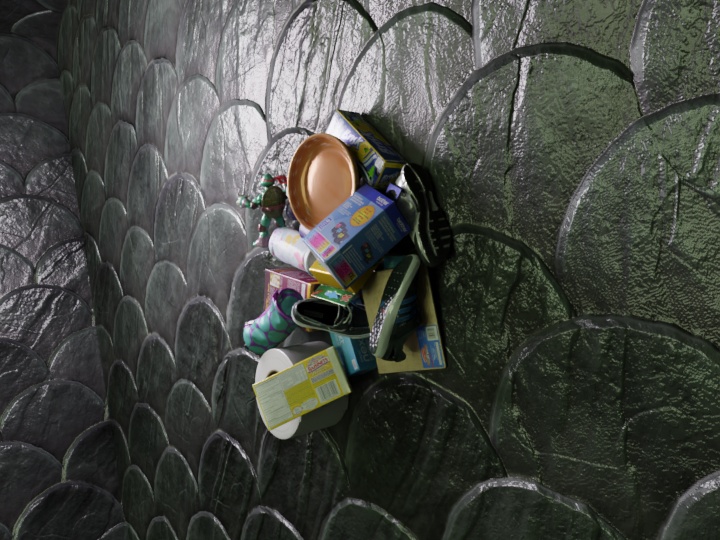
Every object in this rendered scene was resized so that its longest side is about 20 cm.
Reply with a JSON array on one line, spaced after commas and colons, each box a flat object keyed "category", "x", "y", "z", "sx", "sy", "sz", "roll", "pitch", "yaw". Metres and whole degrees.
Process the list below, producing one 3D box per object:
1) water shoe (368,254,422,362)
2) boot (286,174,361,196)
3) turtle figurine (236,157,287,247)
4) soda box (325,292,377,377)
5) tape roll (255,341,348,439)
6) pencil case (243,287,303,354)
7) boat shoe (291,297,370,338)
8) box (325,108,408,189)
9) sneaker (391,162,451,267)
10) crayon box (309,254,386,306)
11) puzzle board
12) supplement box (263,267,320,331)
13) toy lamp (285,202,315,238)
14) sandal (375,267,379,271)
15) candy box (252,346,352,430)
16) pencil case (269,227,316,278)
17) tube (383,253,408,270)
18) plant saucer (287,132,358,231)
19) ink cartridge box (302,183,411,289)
[{"category": "water shoe", "x": 0.080, "y": 0.071, "z": 1.088, "sx": 0.204, "sy": 0.078, "sz": 0.071, "roll": -68, "pitch": 21, "yaw": 5}, {"category": "boot", "x": -0.077, "y": -0.203, "z": 1.280, "sx": 0.197, "sy": 0.072, "sz": 0.148, "roll": 22, "pitch": 105, "yaw": 34}, {"category": "turtle figurine", "x": -0.227, "y": -0.166, "z": 1.423, "sx": 0.101, "sy": 0.147, "sz": 0.205, "roll": -139, "pitch": 42, "yaw": -58}, {"category": "soda box", "x": -0.026, "y": 0.124, "z": 1.266, "sx": 0.064, "sy": 0.067, "sz": 0.204, "roll": -33, "pitch": 68, "yaw": 44}, {"category": "tape roll", "x": -0.140, "y": 0.276, "z": 1.359, "sx": 0.200, "sy": 0.137, "sz": 0.208, "roll": 4, "pitch": 95, "yaw": 50}, {"category": "pencil case", "x": -0.199, "y": 0.118, "z": 1.326, "sx": 0.092, "sy": 0.086, "sz": 0.200, "roll": 37, "pitch": 135, "yaw": -11}, {"category": "boat shoe", "x": -0.042, "y": 0.092, "z": 1.187, "sx": 0.068, "sy": 0.195, "sz": 0.073, "roll": 132, "pitch": 148, "yaw": -71}, {"category": "box", "x": 0.011, "y": -0.250, "z": 1.195, "sx": 0.201, "sy": 0.069, "sz": 0.065, "roll": 53, "pitch": 129, "yaw": 33}, {"category": "sneaker", "x": 0.112, "y": -0.097, "z": 1.099, "sx": 0.080, "sy": 0.072, "sz": 0.204, "roll": -43, "pitch": 55, "yaw": 55}, {"category": "crayon box", "x": -0.018, "y": -0.028, "z": 1.161, "sx": 0.126, "sy": 0.051, "sz": 0.201, "roll": 10, "pitch": 57, "yaw": 50}, {"category": "puzzle board", "x": 0.082, "y": 0.096, "z": 1.131, "sx": 0.148, "sy": 0.017, "sz": 0.205, "roll": -10, "pitch": 95, "yaw": 30}, {"category": "supplement box", "x": -0.146, "y": 0.064, "z": 1.390, "sx": 0.198, "sy": 0.084, "sz": 0.113, "roll": 15, "pitch": 105, "yaw": 48}, {"category": "toy lamp", "x": -0.127, "y": -0.111, "z": 1.328, "sx": 0.200, "sy": 0.057, "sz": 0.059, "roll": -133, "pitch": 52, "yaw": -59}, {"category": "sandal", "x": 0.000, "y": 0.000, "z": 1.246, "sx": 0.200, "sy": 0.042, "sz": 0.077, "roll": 47, "pitch": 126, "yaw": 37}, {"category": "candy box", "x": -0.123, "y": 0.249, "z": 1.229, "sx": 0.197, "sy": 0.026, "sz": 0.104, "roll": -26, "pitch": 76, "yaw": 6}, {"category": "pencil case", "x": -0.138, "y": -0.043, "z": 1.370, "sx": 0.083, "sy": 0.091, "sz": 0.198, "roll": -47, "pitch": 39, "yaw": -15}, {"category": "tube", "x": 0.075, "y": 0.070, "z": 1.164, "sx": 0.076, "sy": 0.050, "sz": 0.205, "roll": 2, "pitch": 97, "yaw": 41}, {"category": "plant saucer", "x": -0.074, "y": -0.179, "z": 1.205, "sx": 0.197, "sy": 0.037, "sz": 0.206, "roll": 5, "pitch": 98, "yaw": 40}, {"category": "ink cartridge box", "x": 0.003, "y": -0.078, "z": 1.087, "sx": 0.199, "sy": 0.077, "sz": 0.136, "roll": -40, "pitch": 33, "yaw": -6}]
